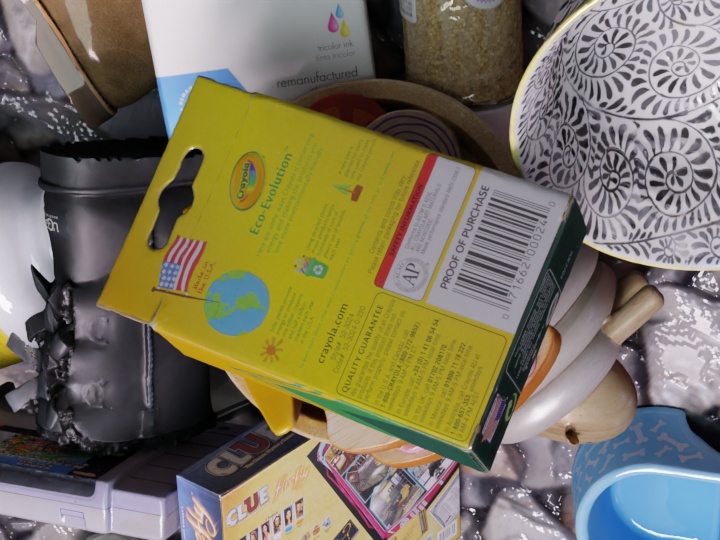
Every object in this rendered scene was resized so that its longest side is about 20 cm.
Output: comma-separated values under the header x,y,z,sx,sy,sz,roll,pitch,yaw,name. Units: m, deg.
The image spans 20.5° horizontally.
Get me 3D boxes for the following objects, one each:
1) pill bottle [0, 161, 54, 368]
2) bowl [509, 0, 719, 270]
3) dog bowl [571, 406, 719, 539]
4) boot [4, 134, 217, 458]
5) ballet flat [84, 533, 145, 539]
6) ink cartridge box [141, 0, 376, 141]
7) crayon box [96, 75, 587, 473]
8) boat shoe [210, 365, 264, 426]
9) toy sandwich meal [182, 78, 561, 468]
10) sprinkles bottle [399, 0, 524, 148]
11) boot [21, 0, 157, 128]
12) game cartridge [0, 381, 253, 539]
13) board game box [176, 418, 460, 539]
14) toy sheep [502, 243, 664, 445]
x,y,z,sx,sy,sz,roll,pitch,yaw,name
-0.222,0.003,1.156,0.198,0.112,0.113,-17,110,25,pill bottle
0.166,-0.100,0.923,0.198,0.095,0.202,0,138,0,bowl
0.214,0.144,1.130,0.198,0.050,0.113,7,118,13,dog bowl
-0.094,0.011,1.080,0.196,0.073,0.164,-6,106,-29,boot
-0.095,0.207,1.250,0.198,0.070,0.070,4,118,15,ballet flat
-0.060,-0.175,1.025,0.115,0.067,0.202,-8,115,2,ink cartridge box
-0.009,-0.002,0.927,0.198,0.051,0.128,20,79,20,crayon box
-0.129,0.108,1.206,0.198,0.071,0.064,-21,108,24,boat shoe
0.000,0.000,0.984,0.203,0.070,0.208,-2,83,16,toy sandwich meal
0.050,-0.160,1.013,0.067,0.068,0.202,3,117,16,sprinkles bottle
-0.167,-0.182,1.081,0.075,0.074,0.201,-29,109,7,boot
-0.171,0.102,1.109,0.198,0.129,0.039,7,101,20,game cartridge
-0.018,0.133,1.112,0.034,0.199,0.137,20,124,36,board game box
0.075,0.014,1.063,0.138,0.138,0.200,-38,98,30,toy sheep
